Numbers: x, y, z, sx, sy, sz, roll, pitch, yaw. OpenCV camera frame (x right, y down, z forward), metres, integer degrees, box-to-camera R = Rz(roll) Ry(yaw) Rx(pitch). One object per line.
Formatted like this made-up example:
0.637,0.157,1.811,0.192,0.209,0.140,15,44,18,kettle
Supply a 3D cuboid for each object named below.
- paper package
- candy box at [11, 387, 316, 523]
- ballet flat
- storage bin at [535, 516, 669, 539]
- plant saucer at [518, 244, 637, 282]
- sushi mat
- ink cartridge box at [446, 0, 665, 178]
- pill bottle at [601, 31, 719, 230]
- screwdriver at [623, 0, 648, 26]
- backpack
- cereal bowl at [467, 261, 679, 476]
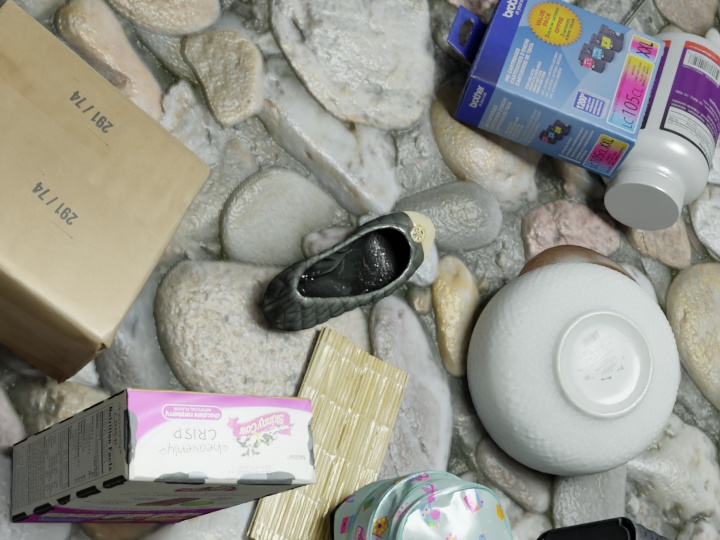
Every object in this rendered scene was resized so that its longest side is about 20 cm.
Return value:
-0.237,-0.057,0.987,0.200,0.103,0.191,39,54,-18,paper package
-0.140,0.131,0.929,0.136,0.200,0.061,7,71,-34,candy box
0.000,0.000,1.166,0.200,0.057,0.066,-30,94,-39,ballet flat
0.205,0.323,1.150,0.094,0.135,0.200,30,59,-25,storage bin
0.232,0.066,1.324,0.200,0.037,0.200,12,68,-32,plant saucer
-0.023,0.150,1.125,0.096,0.012,0.200,34,58,-24,sushi mat
0.178,-0.191,1.321,0.200,0.076,0.136,21,60,1,ink cartridge box
0.312,-0.142,1.405,0.112,0.112,0.200,35,57,-21,pill bottle
0.291,-0.265,1.488,0.200,0.028,0.029,-45,133,-38,screwdriver
0.059,0.257,1.071,0.167,0.127,0.200,-13,87,-40,backpack
0.202,0.087,1.227,0.200,0.083,0.200,2,83,-16,cereal bowl
